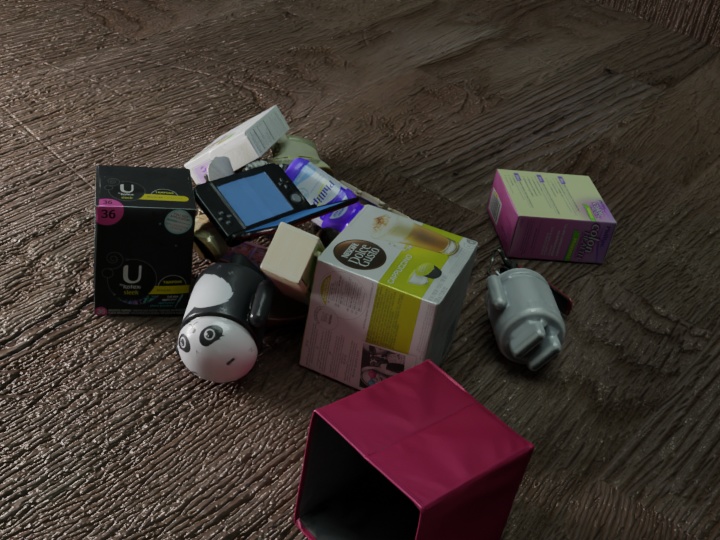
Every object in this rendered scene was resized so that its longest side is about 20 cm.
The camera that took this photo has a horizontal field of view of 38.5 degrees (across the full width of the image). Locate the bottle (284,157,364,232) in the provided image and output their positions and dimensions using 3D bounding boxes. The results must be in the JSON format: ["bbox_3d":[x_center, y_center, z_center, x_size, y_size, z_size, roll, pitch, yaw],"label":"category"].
[{"bbox_3d":[-0.049,-0.111,1.786,0.199,0.084,0.065,36,-6,7],"label":"bottle"}]

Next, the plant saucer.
[{"bbox_3d":[-0.153,0.032,1.706,0.198,0.035,0.201,7,35,-5],"label":"plant saucer"}]

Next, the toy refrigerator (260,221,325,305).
[{"bbox_3d":[-0.090,-0.003,1.571,0.070,0.076,0.200,23,-10,10],"label":"toy refrigerator"}]

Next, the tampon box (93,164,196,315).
[{"bbox_3d":[-0.341,-0.046,1.615,0.149,0.201,0.127,0,35,-15],"label":"tampon box"}]

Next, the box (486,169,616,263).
[{"bbox_3d":[0.367,-0.107,2.005,0.198,0.097,0.176,3,34,-11],"label":"box"}]

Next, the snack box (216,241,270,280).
[{"bbox_3d":[-0.134,-0.003,1.711,0.198,0.024,0.072,16,36,7],"label":"snack box"}]

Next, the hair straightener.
[{"bbox_3d":[0.290,0.021,1.844,0.076,0.041,0.200,-10,39,-29],"label":"hair straightener"}]

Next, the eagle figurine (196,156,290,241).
[{"bbox_3d":[-0.186,-0.120,1.841,0.198,0.153,0.151,11,13,9],"label":"eagle figurine"}]

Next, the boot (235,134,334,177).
[{"bbox_3d":[-0.165,-0.209,2.025,0.198,0.073,0.155,-4,34,-17],"label":"boot"}]

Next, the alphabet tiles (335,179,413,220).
[{"bbox_3d":[0.031,-0.114,1.885,0.195,0.015,0.200,29,-2,23],"label":"alphabet tiles"}]

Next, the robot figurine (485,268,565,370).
[{"bbox_3d":[0.269,0.074,1.696,0.169,0.113,0.201,40,22,-29],"label":"robot figurine"}]

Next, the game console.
[{"bbox_3d":[-0.135,-0.120,1.645,0.199,0.119,0.173,-23,70,-47],"label":"game console"}]

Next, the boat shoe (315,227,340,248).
[{"bbox_3d":[0.000,0.000,1.764,0.199,0.076,0.072,33,48,-8],"label":"boat shoe"}]

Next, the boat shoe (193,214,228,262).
[{"bbox_3d":[-0.253,-0.061,1.727,0.064,0.071,0.200,-41,24,-12],"label":"boat shoe"}]

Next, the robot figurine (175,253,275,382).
[{"bbox_3d":[-0.201,0.070,1.534,0.124,0.151,0.201,15,48,-4],"label":"robot figurine"}]

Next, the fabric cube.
[{"bbox_3d":[0.062,0.267,1.278,0.198,0.197,0.200,-18,42,-39],"label":"fabric cube"}]

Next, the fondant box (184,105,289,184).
[{"bbox_3d":[-0.232,-0.237,1.963,0.144,0.059,0.200,-25,14,22],"label":"fondant box"}]

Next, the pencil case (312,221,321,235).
[{"bbox_3d":[0.006,-0.070,1.852,0.199,0.090,0.078,22,71,14],"label":"pencil case"}]

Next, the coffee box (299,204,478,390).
[{"bbox_3d":[0.042,0.051,1.584,0.196,0.201,0.200,20,34,14],"label":"coffee box"}]
